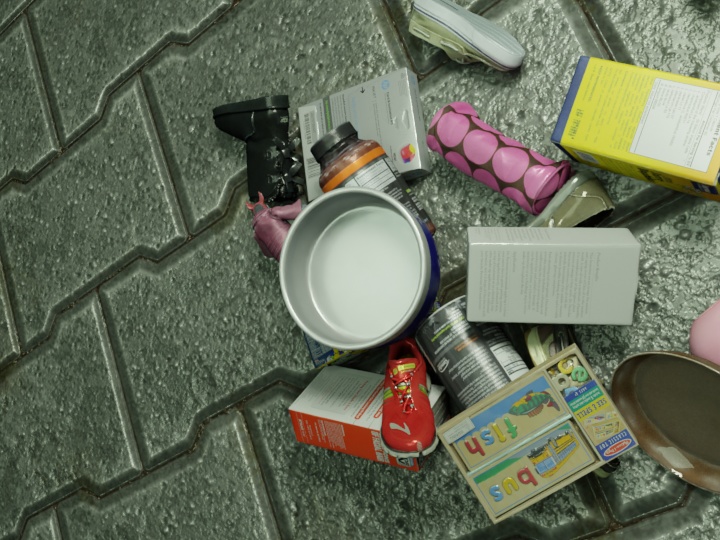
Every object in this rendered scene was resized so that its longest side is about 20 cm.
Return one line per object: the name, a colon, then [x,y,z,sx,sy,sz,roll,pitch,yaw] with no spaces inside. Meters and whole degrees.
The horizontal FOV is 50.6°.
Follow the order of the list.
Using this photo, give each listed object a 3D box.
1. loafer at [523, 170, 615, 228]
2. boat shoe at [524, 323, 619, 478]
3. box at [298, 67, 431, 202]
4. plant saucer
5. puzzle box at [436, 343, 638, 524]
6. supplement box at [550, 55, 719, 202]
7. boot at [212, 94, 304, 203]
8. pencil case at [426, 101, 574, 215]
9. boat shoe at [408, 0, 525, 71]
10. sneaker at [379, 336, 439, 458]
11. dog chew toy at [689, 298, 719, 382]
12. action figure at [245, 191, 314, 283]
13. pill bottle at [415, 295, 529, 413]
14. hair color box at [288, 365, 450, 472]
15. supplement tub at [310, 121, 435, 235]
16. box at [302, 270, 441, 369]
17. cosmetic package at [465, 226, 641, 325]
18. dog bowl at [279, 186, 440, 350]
loafer: [0.246,-0.033,0.975,0.201,0.075,0.070,-52,58,15]
boat shoe: [0.270,0.152,0.941,0.065,0.073,0.202,-35,68,28]
box: [0.002,-0.200,1.160,0.197,0.041,0.159,-14,78,30]
plant saucer: [0.372,0.163,0.841,0.199,0.202,0.032,35,57,29]
puzzle box: [0.206,0.196,0.902,0.199,0.025,0.134,-35,87,15]
supplement box: [0.348,-0.169,0.910,0.198,0.109,0.110,23,97,31]
boot: [-0.171,-0.193,1.245,0.197,0.073,0.166,3,101,47]
pencil case: [0.186,-0.154,1.021,0.199,0.093,0.092,39,149,28]
boat shoe: [0.148,-0.328,1.081,0.200,0.071,0.063,44,131,31]
sneaker: [0.054,0.156,0.969,0.076,0.201,0.086,-9,118,4]
dog chew toy: [0.452,0.112,0.814,0.125,0.124,0.201,-44,72,19]
action figure: [-0.116,-0.033,1.148,0.200,0.148,0.134,46,124,12]
pill bottle: [0.163,0.140,0.986,0.106,0.106,0.201,-40,66,20]
hair color box: [0.013,0.201,1.061,0.197,0.111,0.065,5,122,32]
supplement tub: [0.012,-0.107,1.072,0.106,0.107,0.201,-35,89,22]
box: [0.013,0.069,1.070,0.199,0.070,0.065,-32,74,35]
cosmetic package: [0.227,0.005,0.924,0.196,0.071,0.103,2,110,6]
dog bowl: [0.000,0.000,0.972,0.197,0.079,0.204,-2,84,21]
